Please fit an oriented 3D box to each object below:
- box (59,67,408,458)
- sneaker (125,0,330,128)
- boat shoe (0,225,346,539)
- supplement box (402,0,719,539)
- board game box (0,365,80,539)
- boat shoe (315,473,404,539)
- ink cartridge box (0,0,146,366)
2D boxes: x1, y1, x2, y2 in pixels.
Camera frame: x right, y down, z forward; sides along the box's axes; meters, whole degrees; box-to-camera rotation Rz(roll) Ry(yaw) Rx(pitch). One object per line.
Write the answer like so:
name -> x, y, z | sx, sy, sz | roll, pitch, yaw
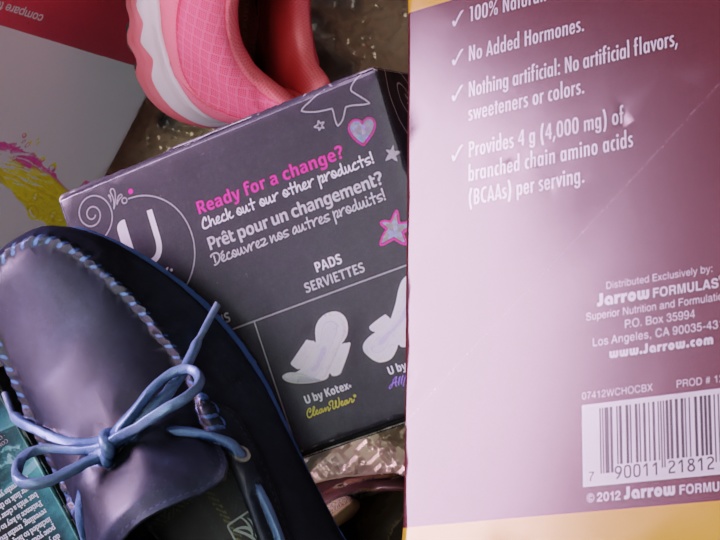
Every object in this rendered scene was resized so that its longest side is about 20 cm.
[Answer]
box -> 0.000, 0.000, 0.726 | 0.131, 0.200, 0.116 | -21, 87, 19
sneaker -> -0.052, -0.141, 0.702 | 0.086, 0.073, 0.202 | 22, 136, 49
boat shoe -> -0.052, 0.067, 0.606 | 0.084, 0.069, 0.200 | -45, 81, 17
supplement box -> 0.126, -0.004, 0.573 | 0.196, 0.132, 0.202 | -10, 71, 36
board game box -> -0.182, 0.145, 0.782 | 0.199, 0.028, 0.136 | -32, 84, 20
boat shoe -> -0.002, 0.112, 0.777 | 0.199, 0.072, 0.073 | -9, 70, 39
ink cartridge box -> -0.194, -0.079, 0.803 | 0.145, 0.144, 0.201 | 39, 106, 35
